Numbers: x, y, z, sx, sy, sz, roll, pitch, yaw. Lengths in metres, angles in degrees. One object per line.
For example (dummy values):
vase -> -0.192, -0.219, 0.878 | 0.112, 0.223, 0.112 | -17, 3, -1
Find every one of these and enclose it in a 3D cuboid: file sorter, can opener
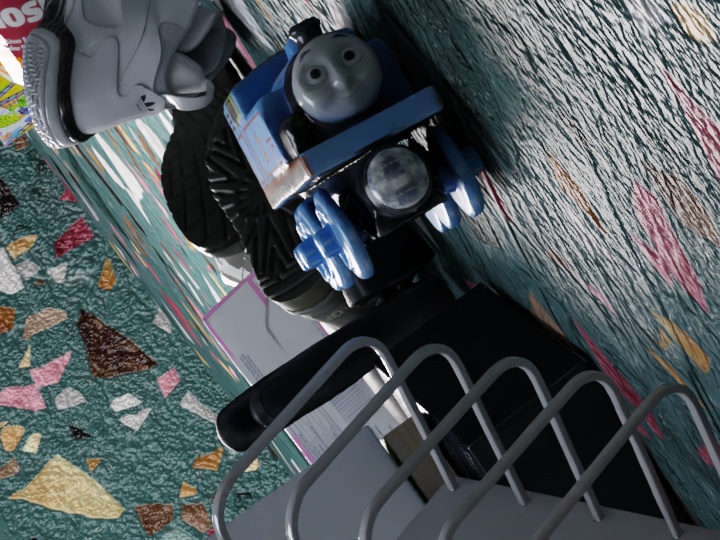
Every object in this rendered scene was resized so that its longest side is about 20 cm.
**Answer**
file sorter -> 0.054, 0.117, 1.303 | 0.200, 0.139, 0.125 | 8, 135, 45
can opener -> -0.014, 0.045, 1.558 | 0.079, 0.200, 0.063 | 47, 132, 3

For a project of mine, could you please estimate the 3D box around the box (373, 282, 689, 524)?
box -> 0.106, 0.120, 1.511 | 0.200, 0.079, 0.141 | 57, 170, -24

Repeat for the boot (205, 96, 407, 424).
boot -> -0.002, 0.000, 1.711 | 0.200, 0.073, 0.182 | 37, -147, -48

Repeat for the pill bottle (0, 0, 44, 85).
pill bottle -> -0.233, -0.222, 1.957 | 0.113, 0.113, 0.200 | 48, 171, 41

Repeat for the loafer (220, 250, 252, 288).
loafer -> -0.062, -0.006, 2.040 | 0.200, 0.070, 0.070 | 49, 172, 35

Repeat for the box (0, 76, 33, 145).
box -> -0.300, -0.234, 2.326 | 0.200, 0.122, 0.193 | 52, 172, 14

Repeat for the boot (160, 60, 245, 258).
boot -> -0.068, -0.054, 1.818 | 0.131, 0.068, 0.200 | 56, -167, -41

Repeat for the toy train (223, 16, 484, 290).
toy train -> -0.007, -0.056, 1.378 | 0.114, 0.087, 0.200 | 60, 173, 0

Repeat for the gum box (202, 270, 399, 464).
gum box -> 0.006, 0.081, 1.828 | 0.200, 0.066, 0.113 | 53, -157, 10

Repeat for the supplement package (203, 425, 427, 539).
supplement package -> 0.000, 0.173, 1.520 | 0.114, 0.109, 0.200 | 54, 175, 15

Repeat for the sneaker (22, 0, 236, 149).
sneaker -> -0.135, -0.165, 1.762 | 0.075, 0.115, 0.200 | 65, -158, -56

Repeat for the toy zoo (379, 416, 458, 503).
toy zoo -> 0.053, 0.138, 1.551 | 0.131, 0.020, 0.200 | 54, 175, 5
